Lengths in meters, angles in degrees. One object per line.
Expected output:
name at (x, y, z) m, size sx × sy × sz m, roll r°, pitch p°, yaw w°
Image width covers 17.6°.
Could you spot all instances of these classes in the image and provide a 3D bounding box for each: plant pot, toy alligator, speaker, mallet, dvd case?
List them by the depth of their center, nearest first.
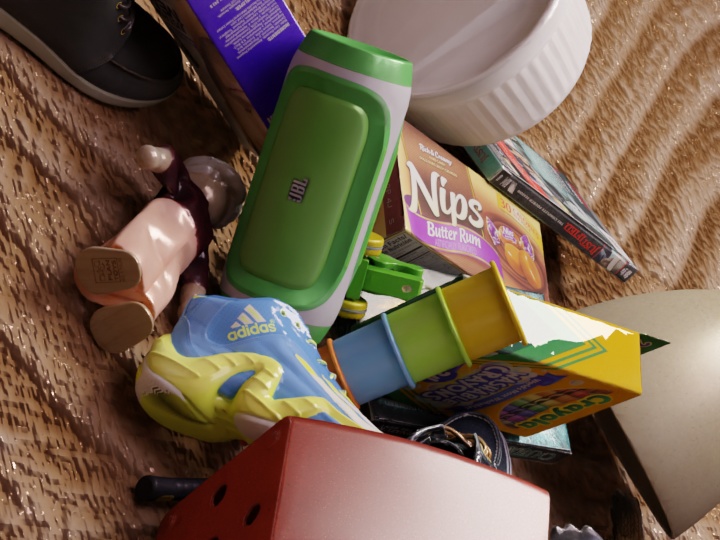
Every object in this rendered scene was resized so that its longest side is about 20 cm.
plant pot at (-0.023, 0.205, 1.370) m, size 0.176 × 0.200 × 0.200 m, roll 34°, pitch 38°, yaw -21°
mallet at (-0.058, 0.136, 1.482) m, size 0.200 × 0.066 × 0.041 m, roll 12°, pitch 57°, yaw -54°
speaker at (-0.030, -0.055, 1.561) m, size 0.088 × 0.201 × 0.088 m, roll 18°, pitch 8°, yaw -3°
toy alligator at (0.000, 0.000, 1.657) m, size 0.199 × 0.060 × 0.054 m, roll 11°, pitch 14°, yaw -17°
dvd case at (0.145, -0.078, 1.984) m, size 0.200 × 0.022 × 0.146 m, roll 32°, pitch 17°, yaw -41°

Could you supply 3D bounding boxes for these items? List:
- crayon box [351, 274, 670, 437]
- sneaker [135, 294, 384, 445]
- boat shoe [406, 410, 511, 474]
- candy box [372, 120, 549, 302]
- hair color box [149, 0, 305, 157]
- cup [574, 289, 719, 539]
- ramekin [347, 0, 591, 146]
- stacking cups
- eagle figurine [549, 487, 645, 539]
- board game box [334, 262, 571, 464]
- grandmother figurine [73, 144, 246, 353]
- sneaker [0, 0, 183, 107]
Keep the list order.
crayon box at (0.108, 0.067, 1.650) m, size 0.199 × 0.126 × 0.052 m, roll 17°, pitch 62°, yaw -35°
sneaker at (-0.036, 0.073, 1.457) m, size 0.199 × 0.076 × 0.105 m, roll 24°, pitch 60°, yaw -6°
boat shoe at (0.065, 0.132, 1.574) m, size 0.071 × 0.091 × 0.200 m, roll 15°, pitch 31°, yaw 8°
candy box at (0.070, -0.026, 1.839) m, size 0.200 × 0.056 × 0.117 m, roll 36°, pitch 39°, yaw -42°
hair color box at (-0.086, -0.163, 1.609) m, size 0.200 × 0.065 × 0.109 m, roll 56°, pitch -11°, yaw -32°
cup at (0.264, 0.095, 1.876) m, size 0.201 × 0.143 × 0.200 m, roll 62°, pitch -1°, yaw 1°
ramekin at (0.096, -0.190, 1.889) m, size 0.094 × 0.202 × 0.203 m, roll 50°, pitch 29°, yaw -42°
stacking cups at (0.006, 0.055, 1.518) m, size 0.061 × 0.199 × 0.061 m, roll -20°, pitch 90°, yaw -86°
eagle figurine at (0.227, 0.276, 1.793) m, size 0.200 × 0.151 × 0.152 m, roll 37°, pitch -20°, yaw 15°
board game box at (0.068, 0.067, 1.730) m, size 0.199 × 0.028 × 0.136 m, roll 13°, pitch 59°, yaw -38°
grandmother figurine at (-0.127, -0.026, 1.524) m, size 0.200 × 0.060 × 0.122 m, roll -53°, pitch 143°, yaw -63°
sneaker at (-0.165, -0.180, 1.538) m, size 0.200 × 0.106 × 0.075 m, roll 29°, pitch 42°, yaw -44°
